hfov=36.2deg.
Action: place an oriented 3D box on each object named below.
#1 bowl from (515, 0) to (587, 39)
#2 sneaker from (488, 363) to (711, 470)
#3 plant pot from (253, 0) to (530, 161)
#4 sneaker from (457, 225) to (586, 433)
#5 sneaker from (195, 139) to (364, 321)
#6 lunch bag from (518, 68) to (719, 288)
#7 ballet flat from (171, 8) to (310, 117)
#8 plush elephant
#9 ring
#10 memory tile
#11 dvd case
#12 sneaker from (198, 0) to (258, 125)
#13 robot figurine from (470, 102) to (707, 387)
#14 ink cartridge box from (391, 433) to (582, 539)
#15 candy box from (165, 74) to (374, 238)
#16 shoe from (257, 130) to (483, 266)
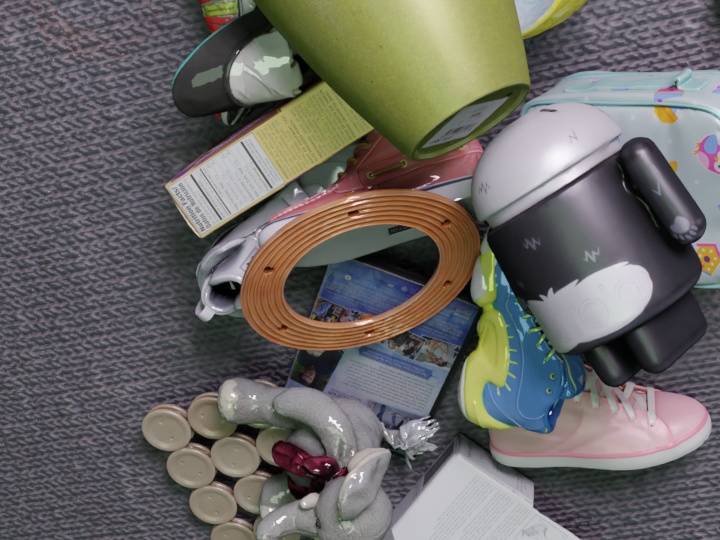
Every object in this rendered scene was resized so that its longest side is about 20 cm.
[{"bbox_3d":[0.130,-0.267,0.799,0.107,0.200,0.202,-10,119,-33],"label":"bowl"},{"bbox_3d":[0.205,0.115,0.977,0.198,0.076,0.106,-6,117,16],"label":"sneaker"},{"bbox_3d":[0.026,-0.183,0.742,0.186,0.187,0.201,-33,80,20],"label":"plant pot"},{"bbox_3d":[0.144,0.045,0.905,0.104,0.076,0.202,18,118,26],"label":"sneaker"},{"bbox_3d":[-0.063,-0.028,0.939,0.199,0.115,0.075,-37,103,21],"label":"sneaker"},{"bbox_3d":[0.221,-0.076,0.848,0.199,0.077,0.162,9,119,43],"label":"lunch bag"},{"bbox_3d":[-0.052,-0.175,0.846,0.199,0.068,0.068,-37,137,-16],"label":"ballet flat"},{"bbox_3d":[-0.029,0.194,0.970,0.198,0.155,0.166,-5,119,8],"label":"plush elephant"},{"bbox_3d":[0.000,0.000,0.882,0.198,0.019,0.201,-11,145,-8],"label":"ring"},{"bbox_3d":[-0.111,0.198,1.083,0.152,0.017,0.201,-17,116,17],"label":"memory tile"},{"bbox_3d":[0.015,0.080,1.004,0.141,0.018,0.201,20,125,-2],"label":"dvd case"},{"bbox_3d":[-0.105,-0.222,0.900,0.084,0.077,0.202,19,115,23],"label":"sneaker"},{"bbox_3d":[0.164,-0.022,0.788,0.150,0.125,0.201,-32,89,15],"label":"robot figurine"},{"bbox_3d":[0.108,0.283,1.083,0.173,0.044,0.201,34,113,-7],"label":"ink cartridge box"},{"bbox_3d":[-0.054,-0.113,0.901,0.199,0.117,0.057,-29,104,20],"label":"candy box"},{"bbox_3d":[0.008,-0.070,0.895,0.198,0.072,0.092,-14,68,-3],"label":"shoe"}]
